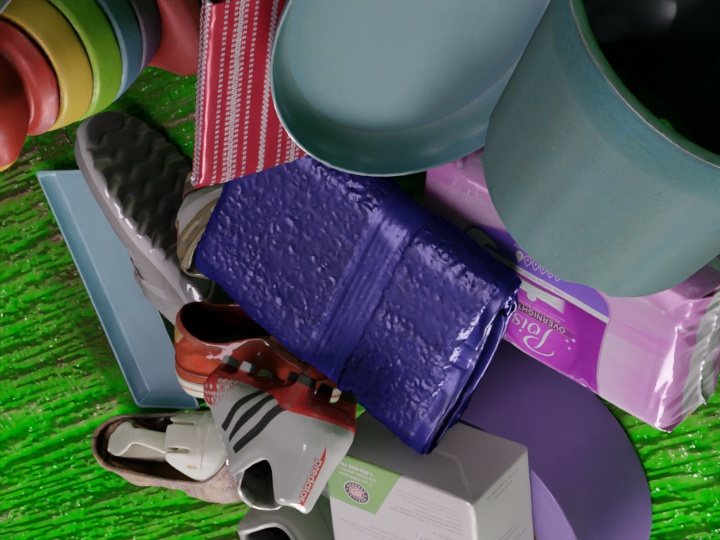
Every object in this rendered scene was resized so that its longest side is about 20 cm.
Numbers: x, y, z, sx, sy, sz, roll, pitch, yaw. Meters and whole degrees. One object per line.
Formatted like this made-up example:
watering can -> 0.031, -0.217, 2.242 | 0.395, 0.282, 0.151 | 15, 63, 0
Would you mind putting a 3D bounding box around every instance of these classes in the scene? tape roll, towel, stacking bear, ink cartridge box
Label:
tape roll -> 0.087, 0.150, 1.749 | 0.199, 0.085, 0.201 | 25, 135, 27
towel -> -0.009, -0.131, 1.535 | 0.023, 0.199, 0.145 | 49, 147, 36
stacking bear -> -0.208, -0.133, 1.708 | 0.121, 0.200, 0.114 | 2, 122, 42
ink cartridge box -> 0.049, 0.192, 1.698 | 0.117, 0.067, 0.201 | 18, 130, 32
towel -> 0.000, 0.000, 1.623 | 0.200, 0.049, 0.148 | 38, 127, 15

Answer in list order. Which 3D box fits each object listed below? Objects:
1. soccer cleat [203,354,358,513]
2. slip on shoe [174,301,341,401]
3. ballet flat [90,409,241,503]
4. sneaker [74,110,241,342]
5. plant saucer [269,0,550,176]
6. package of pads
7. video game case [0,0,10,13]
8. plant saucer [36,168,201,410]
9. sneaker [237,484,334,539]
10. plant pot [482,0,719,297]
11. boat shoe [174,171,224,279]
soccer cleat -> -0.060, 0.105, 1.661 | 0.068, 0.086, 0.200 | 23, 173, -22
slip on shoe -> -0.035, 0.045, 1.756 | 0.199, 0.074, 0.062 | -3, 122, 21
ballet flat -> -0.128, 0.131, 1.930 | 0.067, 0.069, 0.199 | 26, 158, -37
sneaker -> -0.142, -0.016, 1.837 | 0.082, 0.075, 0.201 | -22, 105, 47
plant saucer -> 0.037, -0.141, 1.505 | 0.027, 0.199, 0.201 | -123, 28, -43
package of pads -> 0.130, 0.000, 1.597 | 0.199, 0.076, 0.121 | 30, 135, 22
video game case -> -0.243, -0.191, 1.698 | 0.022, 0.200, 0.182 | 47, 143, -19
plant saucer -> -0.172, 0.012, 1.932 | 0.070, 0.019, 0.201 | 0, 121, 43
sneaker -> 0.000, 0.216, 1.874 | 0.199, 0.092, 0.076 | 28, 137, 24
plant pot -> 0.165, -0.092, 1.415 | 0.200, 0.200, 0.196 | 45, 148, 5
boat shoe -> -0.053, -0.039, 1.723 | 0.074, 0.069, 0.200 | 23, 157, -27
